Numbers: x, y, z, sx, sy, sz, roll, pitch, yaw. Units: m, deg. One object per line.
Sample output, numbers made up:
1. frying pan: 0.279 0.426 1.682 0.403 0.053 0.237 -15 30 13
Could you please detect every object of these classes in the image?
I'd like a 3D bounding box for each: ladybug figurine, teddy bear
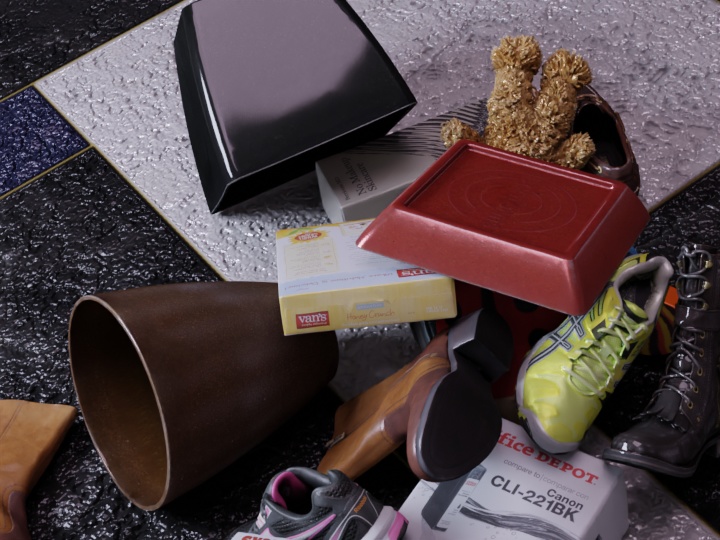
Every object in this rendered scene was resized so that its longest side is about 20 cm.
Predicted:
1. ladybug figurine: 0.123 0.048 1.280 0.135 0.072 0.202 -14 83 24
2. teddy bear: 0.153 -0.124 1.428 0.201 0.144 0.067 -57 14 0

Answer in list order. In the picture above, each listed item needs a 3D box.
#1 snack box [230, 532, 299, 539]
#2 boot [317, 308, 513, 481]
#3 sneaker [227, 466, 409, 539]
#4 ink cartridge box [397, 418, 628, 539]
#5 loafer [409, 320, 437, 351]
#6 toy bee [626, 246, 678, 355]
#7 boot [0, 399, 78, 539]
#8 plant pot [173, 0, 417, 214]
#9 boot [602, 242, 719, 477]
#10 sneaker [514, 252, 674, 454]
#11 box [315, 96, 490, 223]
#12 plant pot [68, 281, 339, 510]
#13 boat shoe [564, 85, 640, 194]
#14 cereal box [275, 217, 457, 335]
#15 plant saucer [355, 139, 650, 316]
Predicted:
1. snack box: -0.014 0.236 1.108 0.199 0.072 0.024 -2 32 42
2. boot: 0.022 0.131 1.200 0.199 0.068 0.189 -35 24 34
3. sneaker: -0.049 0.193 1.179 0.199 0.087 0.081 -24 22 46
4. ink cartridge box: 0.103 0.224 1.176 0.143 0.084 0.200 21 53 28
5. loafer: 0.073 0.018 1.401 0.071 0.063 0.202 6 58 -20
6. toy bee: 0.207 0.020 1.355 0.130 0.109 0.200 -13 52 -46
7. boot: -0.289 0.201 1.305 0.186 0.069 0.201 -1 39 20
8. plant pot: -0.085 -0.187 1.474 0.198 0.200 0.179 -24 88 -12
9. boot: 0.258 0.065 1.196 0.069 0.176 0.199 10 11 35
10. sneaker: 0.187 0.057 1.199 0.075 0.076 0.201 35 59 -5
11. box: 0.061 -0.096 1.496 0.198 0.069 0.082 -22 47 -11
12. plant pot: -0.124 0.086 1.304 0.199 0.188 0.187 -18 44 -31
13. boat shoe: 0.233 -0.141 1.506 0.070 0.071 0.201 -17 45 -4
14. cereal box: 0.000 0.000 1.277 0.142 0.040 0.200 -6 18 -1
15. plant saucer: 0.125 -0.048 1.245 0.198 0.037 0.200 18 33 19
